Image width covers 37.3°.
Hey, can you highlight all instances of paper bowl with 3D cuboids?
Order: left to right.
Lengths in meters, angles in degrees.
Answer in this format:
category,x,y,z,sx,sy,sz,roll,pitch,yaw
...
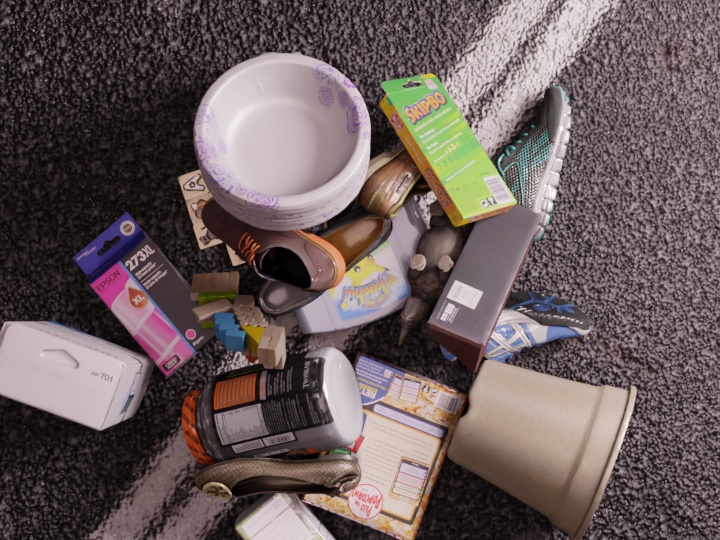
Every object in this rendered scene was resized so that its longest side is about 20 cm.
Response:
category,x,y,z,sx,sy,sz,roll,pitch,yaw
paper bowl,-0.088,-0.141,1.233,0.200,0.104,0.201,0,68,0

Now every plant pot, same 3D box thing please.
category,x,y,z,sx,sy,sz,roll,pitch,yaw
plant pot,0.212,0.201,1.297,0.183,0.200,0.201,21,88,10

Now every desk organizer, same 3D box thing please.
category,x,y,z,sx,sy,sz,roll,pitch,yaw
desk organizer,0.148,0.015,1.286,0.072,0.077,0.200,22,60,11

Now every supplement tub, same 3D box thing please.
category,x,y,z,sx,sy,sz,roll,pitch,yaw
supplement tub,-0.107,0.171,1.297,0.199,0.122,0.123,-15,89,19

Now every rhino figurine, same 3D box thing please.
category,x,y,z,sx,sy,sz,roll,pitch,yaw
rhino figurine,0.087,0.002,1.304,0.060,0.087,0.201,20,75,10

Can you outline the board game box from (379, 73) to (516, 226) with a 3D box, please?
category,x,y,z,sx,sy,sz,roll,pitch,yaw
board game box,0.101,-0.149,1.286,0.095,0.030,0.200,-17,72,-38

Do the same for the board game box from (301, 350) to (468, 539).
category,x,y,z,sx,sy,sz,roll,pitch,yaw
board game box,0.031,0.222,1.352,0.151,0.046,0.201,22,88,0

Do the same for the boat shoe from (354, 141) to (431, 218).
category,x,y,z,sx,sy,sz,roll,pitch,yaw
boat shoe,0.070,-0.124,1.317,0.068,0.072,0.200,38,55,16

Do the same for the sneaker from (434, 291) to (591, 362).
category,x,y,z,sx,sy,sz,roll,pitch,yaw
sneaker,0.192,0.074,1.357,0.199,0.076,0.077,1,110,0

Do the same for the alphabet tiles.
category,x,y,z,sx,sy,sz,roll,pitch,yaw
alphabet tiles,-0.128,-0.105,1.379,0.199,0.006,0.167,-18,90,-2

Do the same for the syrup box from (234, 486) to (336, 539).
category,x,y,z,sx,sy,sz,roll,pitch,yaw
syrup box,-0.063,0.365,1.330,0.079,0.081,0.200,-39,90,-2

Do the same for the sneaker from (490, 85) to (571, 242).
category,x,y,z,sx,sy,sz,roll,pitch,yaw
sneaker,0.211,-0.141,1.355,0.091,0.078,0.201,14,87,3

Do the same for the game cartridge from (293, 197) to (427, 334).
category,x,y,z,sx,sy,sz,roll,pitch,yaw
game cartridge,0.000,0.000,1.362,0.199,0.040,0.134,-23,95,-2

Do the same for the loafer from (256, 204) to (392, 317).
category,x,y,z,sx,sy,sz,roll,pitch,yaw
loafer,-0.047,-0.015,1.307,0.200,0.072,0.073,-41,93,-1

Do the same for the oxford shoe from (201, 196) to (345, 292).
category,x,y,z,sx,sy,sz,roll,pitch,yaw
oxford shoe,-0.115,-0.034,1.257,0.200,0.072,0.071,25,113,21

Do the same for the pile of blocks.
category,x,y,z,sx,sy,sz,roll,pitch,yaw
pile of blocks,-0.153,0.073,1.289,0.082,0.200,0.062,-16,124,-23

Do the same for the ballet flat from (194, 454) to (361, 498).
category,x,y,z,sx,sy,sz,roll,pitch,yaw
ballet flat,-0.098,0.252,1.269,0.199,0.067,0.047,-3,61,-4

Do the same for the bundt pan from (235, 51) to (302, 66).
category,x,y,z,sx,sy,sz,roll,pitch,yaw
bundt pan,-0.095,-0.167,1.339,0.201,0.076,0.203,0,88,-1

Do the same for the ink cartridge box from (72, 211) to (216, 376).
category,x,y,z,sx,sy,sz,roll,pitch,yaw
ink cartridge box,-0.272,0.030,1.360,0.095,0.037,0.200,-40,87,-2

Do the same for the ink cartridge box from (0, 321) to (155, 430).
category,x,y,z,sx,sy,sz,roll,pitch,yaw
ink cartridge box,-0.340,0.120,1.272,0.146,0.200,0.086,20,88,0
